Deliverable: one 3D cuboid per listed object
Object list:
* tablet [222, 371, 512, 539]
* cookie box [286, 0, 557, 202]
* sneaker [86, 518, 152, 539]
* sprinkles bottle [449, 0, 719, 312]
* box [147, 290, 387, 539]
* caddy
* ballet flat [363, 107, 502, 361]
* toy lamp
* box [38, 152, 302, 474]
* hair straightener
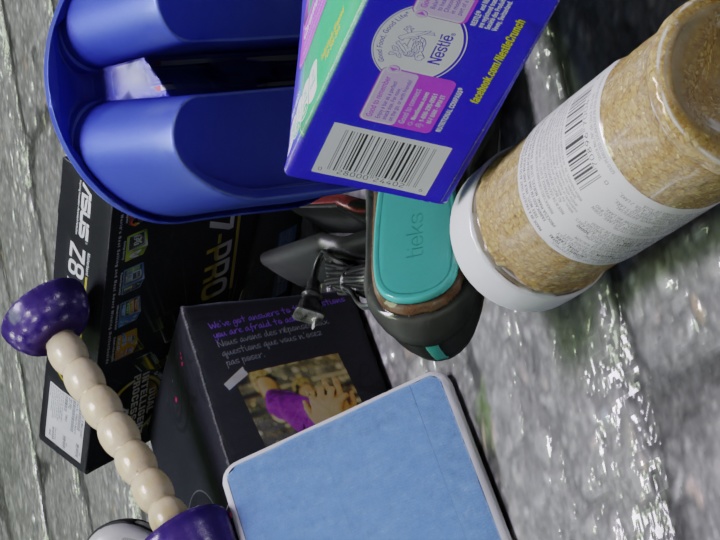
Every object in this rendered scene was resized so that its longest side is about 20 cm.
[{"bbox_3d":[0.014,0.155,1.090,0.014,0.129,0.201,55,-168,-56],"label":"tablet"},{"bbox_3d":[0.030,-0.159,0.919,0.171,0.075,0.201,119,160,-57],"label":"cookie box"},{"bbox_3d":[-0.102,0.222,1.228,0.201,0.075,0.115,58,-173,14],"label":"sneaker"},{"bbox_3d":[0.100,-0.040,0.874,0.200,0.068,0.069,142,120,-65],"label":"sprinkles bottle"},{"bbox_3d":[-0.037,0.127,1.221,0.123,0.105,0.201,111,147,-49],"label":"box"},{"bbox_3d":[-0.060,-0.098,1.113,0.105,0.199,0.143,-5,92,52],"label":"caddy"},{"bbox_3d":[0.032,-0.046,1.024,0.069,0.067,0.201,63,-151,-52],"label":"ballet flat"},{"bbox_3d":[-0.119,0.096,1.161,0.201,0.058,0.058,55,147,27],"label":"toy lamp"},{"bbox_3d":[-0.105,0.000,1.284,0.049,0.161,0.201,32,130,29],"label":"box"},{"bbox_3d":[0.000,0.000,1.164,0.200,0.041,0.077,4,66,61],"label":"hair straightener"}]
